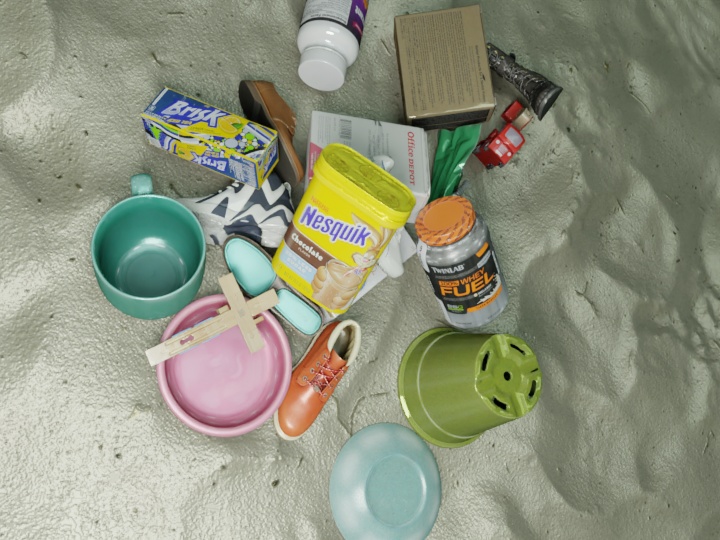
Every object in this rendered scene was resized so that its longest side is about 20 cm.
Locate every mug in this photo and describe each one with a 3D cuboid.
[{"bbox_3d":[-0.288,-0.024,0.928,0.149,0.115,0.188,23,62,-5],"label":"mug"}]

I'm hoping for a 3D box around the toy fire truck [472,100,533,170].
[{"bbox_3d":[0.275,-0.256,1.221,0.049,0.200,0.141,43,93,-6],"label":"toy fire truck"}]

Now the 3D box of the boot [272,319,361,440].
[{"bbox_3d":[-0.064,0.159,0.989,0.074,0.107,0.203,33,68,-13],"label":"boot"}]

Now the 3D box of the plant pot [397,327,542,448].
[{"bbox_3d":[0.186,0.176,1.045,0.196,0.190,0.205,6,74,-22],"label":"plant pot"}]

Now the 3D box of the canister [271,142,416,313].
[{"bbox_3d":[-0.030,-0.053,0.936,0.147,0.202,0.087,33,34,3],"label":"canister"}]

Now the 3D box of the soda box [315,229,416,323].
[{"bbox_3d":[0.000,0.000,1.080,0.199,0.064,0.069,-38,92,-26],"label":"soda box"}]

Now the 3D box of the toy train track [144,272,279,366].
[{"bbox_3d":[-0.209,0.079,0.935,0.197,0.032,0.117,-26,94,-21],"label":"toy train track"}]

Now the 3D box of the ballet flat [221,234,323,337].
[{"bbox_3d":[-0.137,0.025,1.014,0.068,0.067,0.201,-42,100,0],"label":"ballet flat"}]

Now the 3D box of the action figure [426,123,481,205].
[{"bbox_3d":[0.158,-0.157,1.179,0.054,0.117,0.204,23,77,-28],"label":"action figure"}]

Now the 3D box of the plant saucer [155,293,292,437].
[{"bbox_3d":[-0.200,0.139,0.965,0.196,0.051,0.205,7,73,-22],"label":"plant saucer"}]

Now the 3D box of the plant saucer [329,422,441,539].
[{"bbox_3d":[0.049,0.342,1.026,0.197,0.039,0.206,6,74,-23],"label":"plant saucer"}]

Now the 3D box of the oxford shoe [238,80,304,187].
[{"bbox_3d":[-0.129,-0.230,1.073,0.070,0.071,0.203,-16,74,-30],"label":"oxford shoe"}]

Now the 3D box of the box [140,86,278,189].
[{"bbox_3d":[-0.225,-0.200,0.991,0.196,0.065,0.071,23,58,9],"label":"box"}]

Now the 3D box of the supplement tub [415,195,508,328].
[{"bbox_3d":[0.163,-0.013,1.076,0.123,0.121,0.202,-49,131,-26],"label":"supplement tub"}]

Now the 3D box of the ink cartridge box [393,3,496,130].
[{"bbox_3d":[0.150,-0.367,1.203,0.161,0.075,0.205,-6,78,1],"label":"ink cartridge box"}]

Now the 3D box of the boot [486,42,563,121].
[{"bbox_3d":[0.293,-0.368,1.251,0.173,0.070,0.200,35,23,0],"label":"boot"}]

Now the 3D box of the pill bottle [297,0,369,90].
[{"bbox_3d":[-0.049,-0.422,1.142,0.109,0.111,0.204,17,71,-18],"label":"pill bottle"}]

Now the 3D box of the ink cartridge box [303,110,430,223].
[{"bbox_3d":[0.009,-0.170,1.083,0.195,0.085,0.148,6,58,-9],"label":"ink cartridge box"}]

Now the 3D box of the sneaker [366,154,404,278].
[{"bbox_3d":[0.039,-0.080,1.002,0.085,0.075,0.203,-20,117,-3],"label":"sneaker"}]

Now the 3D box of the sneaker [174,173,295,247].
[{"bbox_3d":[-0.195,-0.114,1.024,0.194,0.080,0.132,3,55,-2],"label":"sneaker"}]
